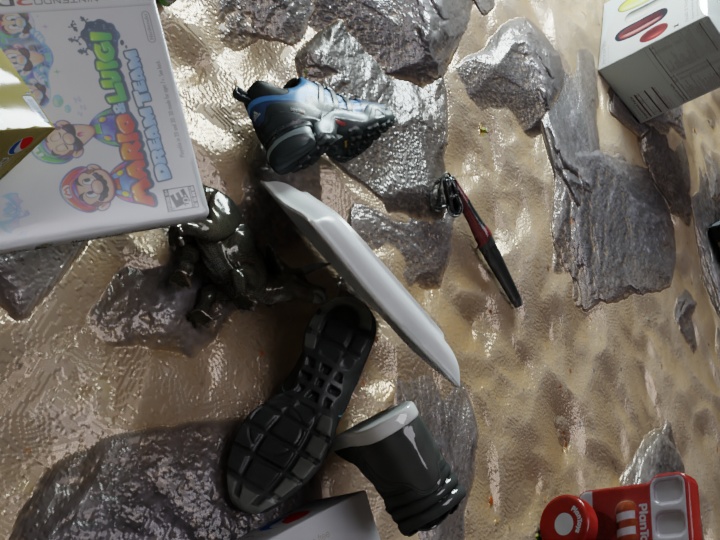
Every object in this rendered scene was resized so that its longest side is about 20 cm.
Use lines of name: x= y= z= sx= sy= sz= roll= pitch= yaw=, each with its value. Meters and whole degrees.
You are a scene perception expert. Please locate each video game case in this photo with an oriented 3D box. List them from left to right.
video game case: x=-0.222 y=-0.119 z=0.662 sx=0.181 sy=0.024 sz=0.202 roll=-12 pitch=82 yaw=-27

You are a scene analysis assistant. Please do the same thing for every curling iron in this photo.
curling iron: x=0.142 y=-0.033 z=1.081 sx=0.050 sy=0.025 sz=0.201 roll=-47 pitch=116 yaw=-25

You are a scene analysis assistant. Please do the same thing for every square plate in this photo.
square plate: x=0.000 y=0.000 z=0.800 sx=0.028 sy=0.198 sz=0.200 roll=-42 pitch=112 yaw=-3

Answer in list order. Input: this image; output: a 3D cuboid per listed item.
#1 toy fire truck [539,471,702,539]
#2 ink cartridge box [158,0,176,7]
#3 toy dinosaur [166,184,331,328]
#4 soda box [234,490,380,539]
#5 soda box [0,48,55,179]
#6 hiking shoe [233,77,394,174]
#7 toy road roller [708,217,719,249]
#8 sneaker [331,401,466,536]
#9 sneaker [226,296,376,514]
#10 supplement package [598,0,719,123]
toy fire truck: x=0.293 y=0.327 z=0.977 sx=0.112 sy=0.167 sz=0.202 roll=31 pitch=52 yaw=-35
ink cartridge box: x=-0.179 y=-0.370 z=0.824 sx=0.145 sy=0.084 sz=0.201 roll=39 pitch=48 yaw=-31
toy dinosaur: x=-0.119 y=-0.020 z=0.760 sx=0.200 sy=0.077 sz=0.103 roll=47 pitch=31 yaw=-17
soda box: x=-0.069 y=0.237 z=0.695 sx=0.199 sy=0.063 sz=0.069 roll=-13 pitch=83 yaw=-49
soda box: x=-0.290 y=-0.152 z=0.577 sx=0.201 sy=0.068 sz=0.064 roll=55 pitch=20 yaw=1
hiking shoe: x=-0.034 y=-0.157 z=0.888 sx=0.087 sy=0.074 sz=0.200 roll=57 pitch=31 yaw=7
toy road roller: x=0.763 y=-0.064 z=1.692 sx=0.199 sy=0.145 sz=0.124 roll=-26 pitch=93 yaw=-50
sneaker: x=0.028 y=0.168 z=0.749 sx=0.070 sy=0.200 sz=0.100 roll=-27 pitch=85 yaw=-13
sneaker: x=-0.042 y=0.121 z=0.765 sx=0.075 sy=0.079 sz=0.201 roll=27 pitch=66 yaw=14
supplement package: x=0.538 y=-0.402 z=1.549 sx=0.147 sy=0.199 sz=0.193 roll=39 pitch=47 yaw=-29
